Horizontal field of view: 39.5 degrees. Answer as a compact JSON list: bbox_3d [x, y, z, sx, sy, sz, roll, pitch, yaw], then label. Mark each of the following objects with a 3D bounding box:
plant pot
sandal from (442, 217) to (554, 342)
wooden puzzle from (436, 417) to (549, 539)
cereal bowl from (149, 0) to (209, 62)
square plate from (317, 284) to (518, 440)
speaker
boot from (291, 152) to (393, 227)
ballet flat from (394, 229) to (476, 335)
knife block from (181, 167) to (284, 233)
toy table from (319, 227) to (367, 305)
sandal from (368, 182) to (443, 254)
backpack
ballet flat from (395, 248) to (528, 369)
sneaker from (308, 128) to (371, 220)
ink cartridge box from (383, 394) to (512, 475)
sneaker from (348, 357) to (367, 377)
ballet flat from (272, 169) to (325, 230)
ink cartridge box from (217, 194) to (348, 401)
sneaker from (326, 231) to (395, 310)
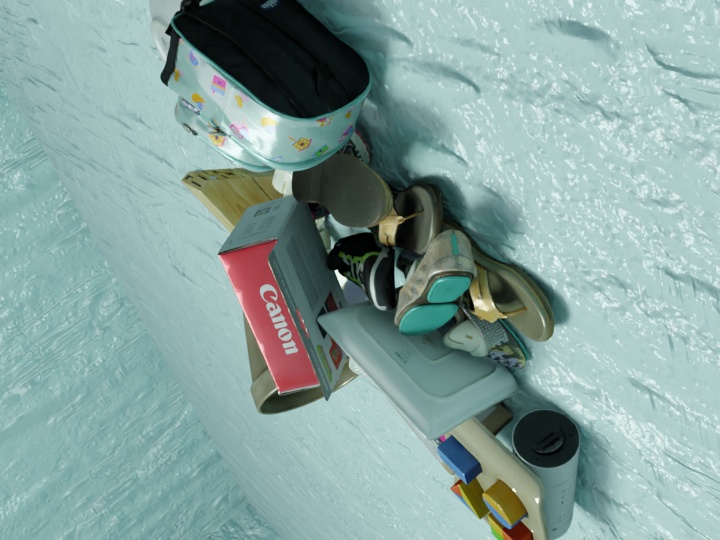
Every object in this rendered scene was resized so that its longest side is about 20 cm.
[{"bbox_3d":[-0.108,0.114,1.646,0.200,0.198,0.175,105,143,-65],"label":"plant pot"},{"bbox_3d":[0.132,0.017,1.096,0.200,0.054,0.081,42,156,32],"label":"sandal"},{"bbox_3d":[0.158,0.275,1.245,0.185,0.046,0.201,43,157,38],"label":"wooden puzzle"},{"bbox_3d":[-0.213,-0.302,1.310,0.200,0.083,0.201,44,159,22],"label":"cereal bowl"},{"bbox_3d":[0.076,0.094,1.196,0.200,0.197,0.029,45,125,22],"label":"square plate"},{"bbox_3d":[0.227,0.255,1.238,0.081,0.081,0.201,40,156,33],"label":"speaker"},{"bbox_3d":[-0.004,-0.090,1.097,0.200,0.075,0.074,28,110,61],"label":"boot"},{"bbox_3d":[0.081,0.011,1.087,0.200,0.067,0.068,124,145,-64],"label":"ballet flat"},{"bbox_3d":[-0.159,-0.060,1.465,0.064,0.198,0.177,26,117,51],"label":"knife block"},{"bbox_3d":[-0.070,0.031,1.405,0.200,0.182,0.118,-70,-37,-62],"label":"toy table"},{"bbox_3d":[0.035,-0.064,1.152,0.200,0.054,0.083,25,120,61],"label":"sandal"},{"bbox_3d":[-0.094,-0.195,1.066,0.199,0.176,0.154,34,135,18],"label":"backpack"},{"bbox_3d":[0.111,0.050,1.180,0.201,0.072,0.072,51,160,7],"label":"ballet flat"},{"bbox_3d":[-0.039,-0.123,1.223,0.081,0.074,0.201,47,158,20],"label":"sneaker"},{"bbox_3d":[0.102,0.170,1.388,0.200,0.075,0.165,49,161,15],"label":"ink cartridge box"},{"bbox_3d":[0.089,0.109,1.281,0.198,0.080,0.079,16,148,-5],"label":"sneaker"},{"bbox_3d":[-0.086,-0.111,1.365,0.076,0.064,0.201,40,156,31],"label":"ballet flat"},{"bbox_3d":[-0.088,0.037,1.202,0.176,0.083,0.201,-68,-39,-61],"label":"ink cartridge box"},{"bbox_3d":[0.000,0.000,1.214,0.200,0.082,0.072,-93,2,-76],"label":"sneaker"}]
